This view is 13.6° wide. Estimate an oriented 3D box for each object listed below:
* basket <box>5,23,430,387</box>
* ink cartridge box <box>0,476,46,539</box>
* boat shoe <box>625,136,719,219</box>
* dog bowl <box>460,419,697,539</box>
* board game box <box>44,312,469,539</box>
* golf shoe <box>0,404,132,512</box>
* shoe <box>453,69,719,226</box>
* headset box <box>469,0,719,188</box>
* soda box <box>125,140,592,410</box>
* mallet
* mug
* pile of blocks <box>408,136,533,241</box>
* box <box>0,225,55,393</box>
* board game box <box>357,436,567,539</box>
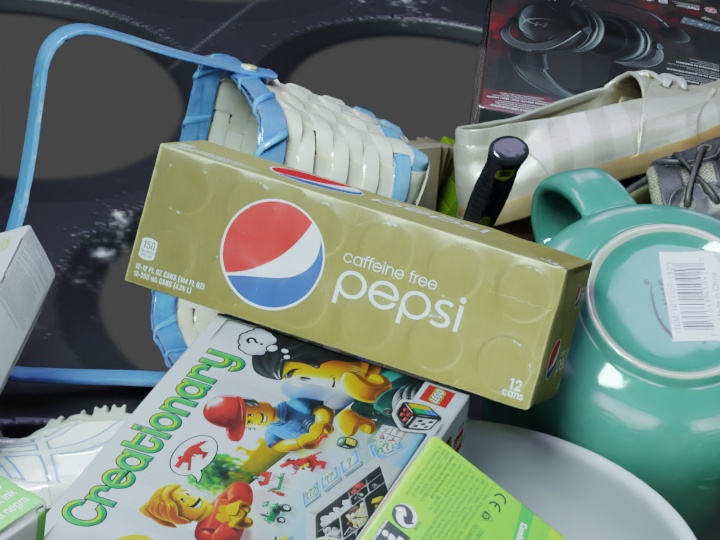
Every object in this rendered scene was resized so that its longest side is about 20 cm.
[{"bbox_3d":[-0.079,-0.019,1.487,0.199,0.177,0.139,9,14,-26],"label":"basket"},{"bbox_3d":[-0.234,0.125,1.231,0.199,0.146,0.084,26,35,24],"label":"ink cartridge box"},{"bbox_3d":[0.169,-0.029,1.542,0.065,0.200,0.072,36,32,-33],"label":"boat shoe"},{"bbox_3d":[0.050,0.154,1.323,0.199,0.079,0.200,7,32,-4],"label":"dog bowl"},{"bbox_3d":[-0.047,0.097,1.280,0.126,0.035,0.200,17,35,15],"label":"board game box"},{"bbox_3d":[-0.148,0.110,1.358,0.199,0.079,0.097,7,37,15],"label":"golf shoe"},{"bbox_3d":[0.136,-0.077,1.592,0.199,0.054,0.070,-21,9,-23],"label":"shoe"},{"bbox_3d":[0.138,-0.088,1.731,0.148,0.078,0.200,10,30,1],"label":"headset box"},{"bbox_3d":[0.000,0.000,1.370,0.199,0.068,0.064,17,8,13],"label":"soda box"},{"bbox_3d":[0.047,-0.019,1.511,0.065,0.200,0.041,-3,68,-2],"label":"mallet"},{"bbox_3d":[0.128,0.036,1.442,0.185,0.115,0.152,36,60,16],"label":"mug"},{"bbox_3d":[0.004,-0.042,1.619,0.199,0.083,0.062,-2,28,-19],"label":"pile of blocks"},{"bbox_3d":[-0.247,0.052,1.364,0.199,0.036,0.145,-14,27,19],"label":"box"},{"bbox_3d":[0.082,0.163,1.213,0.200,0.030,0.096,37,51,2],"label":"board game box"}]
